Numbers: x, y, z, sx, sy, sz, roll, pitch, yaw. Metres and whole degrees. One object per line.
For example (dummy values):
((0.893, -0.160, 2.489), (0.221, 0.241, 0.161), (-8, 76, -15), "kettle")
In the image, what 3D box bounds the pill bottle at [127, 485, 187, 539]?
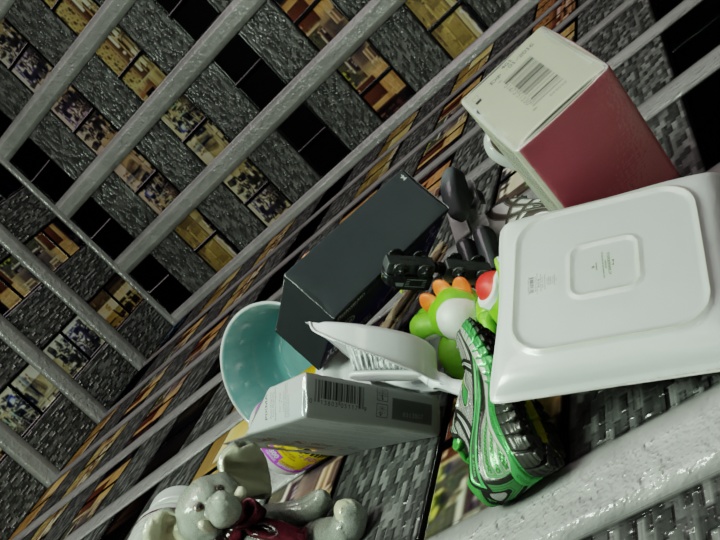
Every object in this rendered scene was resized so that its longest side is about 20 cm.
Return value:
((-0.238, 0.357, 1.025), (0.109, 0.110, 0.200), (-42, 12, 11), "pill bottle")

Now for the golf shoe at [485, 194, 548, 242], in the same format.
((0.196, -0.044, 0.992), (0.200, 0.078, 0.095), (-32, 18, 51), "golf shoe")

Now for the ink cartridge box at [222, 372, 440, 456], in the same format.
((-0.037, 0.160, 0.894), (0.200, 0.162, 0.057), (-23, 59, 55), "ink cartridge box")

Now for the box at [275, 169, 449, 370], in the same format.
((0.000, 0.000, 0.955), (0.200, 0.079, 0.141), (-43, -17, -27), "box")

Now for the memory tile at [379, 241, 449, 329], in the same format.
((0.054, 0.051, 1.136), (0.201, 0.017, 0.153), (-56, -2, 19), "memory tile")

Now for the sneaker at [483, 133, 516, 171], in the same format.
((0.225, -0.129, 1.009), (0.085, 0.199, 0.073), (133, 134, -55), "sneaker")

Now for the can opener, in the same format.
((0.132, -0.031, 0.994), (0.053, 0.066, 0.201), (-39, 50, 34), "can opener")

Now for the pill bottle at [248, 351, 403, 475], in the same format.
((-0.040, 0.165, 1.014), (0.200, 0.104, 0.104), (-38, 14, 32), "pill bottle")

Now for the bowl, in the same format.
((-0.084, 0.128, 1.155), (0.200, 0.201, 0.105), (-37, -8, 32), "bowl")

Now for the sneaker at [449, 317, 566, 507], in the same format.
((0.105, 0.114, 0.718), (0.085, 0.078, 0.200), (-44, 21, 21), "sneaker")

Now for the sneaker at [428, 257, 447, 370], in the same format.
((0.104, 0.048, 1.011), (0.080, 0.070, 0.201), (-43, 12, 23), "sneaker")

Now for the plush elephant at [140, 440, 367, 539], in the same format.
((-0.118, 0.260, 0.831), (0.165, 0.155, 0.200), (-51, 14, -28), "plush elephant")

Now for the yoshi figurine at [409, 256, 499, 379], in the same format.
((0.146, 0.057, 0.847), (0.199, 0.112, 0.113), (-17, 68, 38), "yoshi figurine")

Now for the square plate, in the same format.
((0.197, 0.005, 0.663), (0.197, 0.029, 0.201), (-13, 42, 25), "square plate")

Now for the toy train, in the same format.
((0.116, 0.008, 0.895), (0.034, 0.199, 0.046), (-107, 27, -48), "toy train")

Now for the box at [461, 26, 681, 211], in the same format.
((0.211, -0.114, 0.804), (0.109, 0.200, 0.128), (-42, 36, 9), "box")

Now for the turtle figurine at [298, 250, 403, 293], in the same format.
((-0.018, 0.002, 1.148), (0.200, 0.160, 0.065), (108, 163, -66), "turtle figurine")

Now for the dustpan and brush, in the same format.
((0.054, 0.100, 0.835), (0.199, 0.140, 0.058), (-1, 66, 24), "dustpan and brush")
